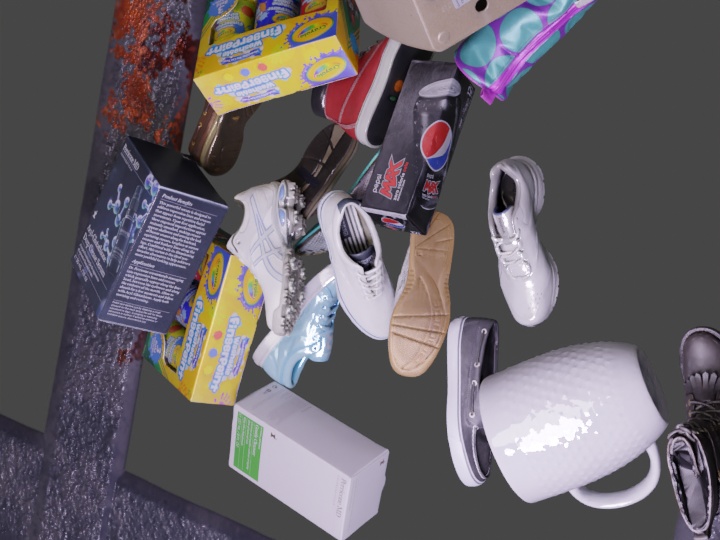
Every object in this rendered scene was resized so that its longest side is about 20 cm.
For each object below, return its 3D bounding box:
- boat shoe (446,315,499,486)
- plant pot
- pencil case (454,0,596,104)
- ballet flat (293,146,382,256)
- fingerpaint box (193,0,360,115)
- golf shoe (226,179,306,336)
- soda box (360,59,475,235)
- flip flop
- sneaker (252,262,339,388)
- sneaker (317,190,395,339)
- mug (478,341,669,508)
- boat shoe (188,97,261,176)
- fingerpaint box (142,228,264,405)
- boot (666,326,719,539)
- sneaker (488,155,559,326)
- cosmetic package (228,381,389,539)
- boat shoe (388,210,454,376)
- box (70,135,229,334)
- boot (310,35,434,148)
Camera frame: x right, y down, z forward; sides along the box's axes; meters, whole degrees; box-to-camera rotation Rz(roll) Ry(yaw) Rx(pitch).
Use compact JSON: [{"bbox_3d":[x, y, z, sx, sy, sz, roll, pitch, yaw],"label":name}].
[{"bbox_3d":[0.146,0.154,1.336,0.066,0.070,0.203,-7,78,33],"label":"boat shoe"},{"bbox_3d":[0.086,-0.360,1.230,0.198,0.201,0.178,-31,42,-1],"label":"plant pot"},{"bbox_3d":[0.202,-0.289,1.290,0.200,0.085,0.093,-44,41,25],"label":"pencil case"},{"bbox_3d":[-0.006,-0.070,1.434,0.200,0.072,0.072,-46,67,24],"label":"ballet flat"},{"bbox_3d":[-0.103,-0.304,1.425,0.197,0.074,0.169,-12,51,20],"label":"fingerpaint box"},{"bbox_3d":[-0.119,-0.013,1.401,0.096,0.078,0.203,-4,68,9],"label":"golf shoe"},{"bbox_3d":[0.071,-0.149,1.347,0.070,0.063,0.202,11,75,31],"label":"soda box"},{"bbox_3d":[-0.069,-0.107,1.482,0.201,0.057,0.081,-50,60,5],"label":"flip flop"},{"bbox_3d":[-0.056,0.072,1.465,0.082,0.074,0.201,43,117,10],"label":"sneaker"},{"bbox_3d":[0.000,0.000,1.380,0.072,0.071,0.202,-28,108,-11],"label":"sneaker"},{"bbox_3d":[0.252,0.177,1.234,0.174,0.148,0.201,-25,107,22],"label":"mug"},{"bbox_3d":[-0.183,-0.233,1.539,0.067,0.072,0.202,32,103,33],"label":"boat shoe"},{"bbox_3d":[-0.210,0.055,1.512,0.166,0.073,0.203,29,105,51],"label":"fingerpaint box"},{"bbox_3d":[0.350,0.158,1.139,0.069,0.173,0.203,-15,82,30],"label":"boot"},{"bbox_3d":[0.178,-0.034,1.302,0.074,0.087,0.203,-12,84,29],"label":"sneaker"},{"bbox_3d":[-0.068,0.241,1.441,0.199,0.084,0.109,26,123,31],"label":"cosmetic package"},{"bbox_3d":[0.078,0.030,1.379,0.070,0.069,0.203,12,88,-1],"label":"boat shoe"},{"bbox_3d":[-0.280,-0.046,1.472,0.202,0.106,0.149,-61,39,16],"label":"box"},{"bbox_3d":[0.012,-0.273,1.424,0.144,0.072,0.202,35,102,39],"label":"boot"}]
